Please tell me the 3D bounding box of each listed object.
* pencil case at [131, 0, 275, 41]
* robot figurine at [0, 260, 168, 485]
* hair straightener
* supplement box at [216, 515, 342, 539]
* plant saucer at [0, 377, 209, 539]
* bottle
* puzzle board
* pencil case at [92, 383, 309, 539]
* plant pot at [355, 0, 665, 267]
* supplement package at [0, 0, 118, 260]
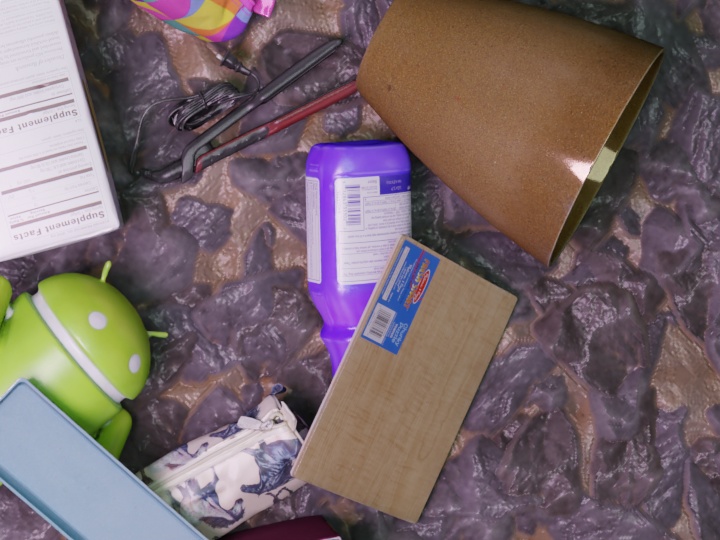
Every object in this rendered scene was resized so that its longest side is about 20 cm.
[{"bbox_3d":[-0.154,-0.237,1.469,0.199,0.088,0.089,21,88,-50],"label":"pencil case"},{"bbox_3d":[-0.244,0.084,1.495,0.200,0.116,0.176,-39,117,-3],"label":"robot figurine"},{"bbox_3d":[-0.099,-0.133,1.552,0.199,0.041,0.077,-28,93,0],"label":"hair straightener"},{"bbox_3d":[-0.050,0.302,1.514,0.102,0.131,0.202,-12,93,-7],"label":"supplement box"},{"bbox_3d":[-0.202,0.163,1.454,0.070,0.019,0.200,-45,111,2],"label":"plant saucer"},{"bbox_3d":[0.000,0.000,1.541,0.083,0.065,0.202,-6,99,-30],"label":"bottle"},{"bbox_3d":[0.034,0.086,1.535,0.150,0.017,0.201,27,86,-44],"label":"puzzle board"},{"bbox_3d":[-0.127,0.169,1.525,0.199,0.078,0.090,-29,138,-4],"label":"pencil case"},{"bbox_3d":[0.104,-0.134,1.512,0.199,0.186,0.187,30,88,9],"label":"plant pot"},{"bbox_3d":[-0.257,-0.115,1.486,0.109,0.114,0.202,-15,94,-5],"label":"supplement package"}]
